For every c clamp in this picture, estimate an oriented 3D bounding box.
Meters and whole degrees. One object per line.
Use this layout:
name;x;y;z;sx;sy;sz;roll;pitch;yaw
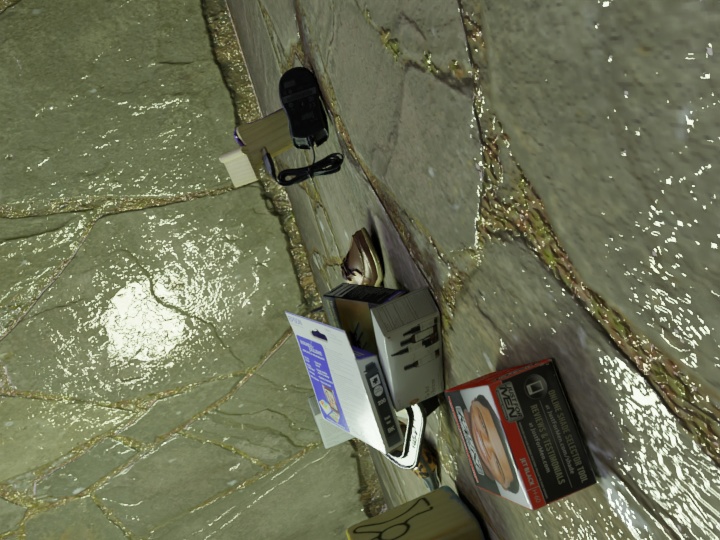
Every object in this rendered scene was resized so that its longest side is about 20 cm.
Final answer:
c clamp;0.036;0.217;1.186;0.168;0.027;0.204;25;132;32

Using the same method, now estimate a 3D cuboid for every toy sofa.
toy sofa;-0.165;-0.243;1.404;0.082;0.199;0.099;-7;113;49

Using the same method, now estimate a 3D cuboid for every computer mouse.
computer mouse;-0.117;-0.246;1.337;0.046;0.137;0.205;24;-135;-81

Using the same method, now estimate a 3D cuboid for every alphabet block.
alphabet block;0.105;0.497;1.216;0.195;0.196;0.201;175;75;-83

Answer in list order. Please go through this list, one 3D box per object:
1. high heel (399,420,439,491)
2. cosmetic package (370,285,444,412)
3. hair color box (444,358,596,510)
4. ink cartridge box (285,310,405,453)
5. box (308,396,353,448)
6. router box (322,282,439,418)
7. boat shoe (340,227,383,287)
high heel;0.085;0.330;1.480;0.200;0.071;0.144;46;166;34
cosmetic package;0.068;0.113;1.030;0.202;0.081;0.051;78;169;-51
hair color box;0.133;0.143;0.676;0.200;0.060;0.104;109;142;-78
ink cartridge box;-0.027;0.156;1.143;0.197;0.043;0.204;12;125;58
box;-0.108;0.650;3.382;0.199;0.195;0.175;-134;26;-71
router box;0.031;0.126;1.190;0.155;0.052;0.204;5;118;49
boat shoe;0.000;0.000;1.320;0.201;0.066;0.073;84;165;-61
